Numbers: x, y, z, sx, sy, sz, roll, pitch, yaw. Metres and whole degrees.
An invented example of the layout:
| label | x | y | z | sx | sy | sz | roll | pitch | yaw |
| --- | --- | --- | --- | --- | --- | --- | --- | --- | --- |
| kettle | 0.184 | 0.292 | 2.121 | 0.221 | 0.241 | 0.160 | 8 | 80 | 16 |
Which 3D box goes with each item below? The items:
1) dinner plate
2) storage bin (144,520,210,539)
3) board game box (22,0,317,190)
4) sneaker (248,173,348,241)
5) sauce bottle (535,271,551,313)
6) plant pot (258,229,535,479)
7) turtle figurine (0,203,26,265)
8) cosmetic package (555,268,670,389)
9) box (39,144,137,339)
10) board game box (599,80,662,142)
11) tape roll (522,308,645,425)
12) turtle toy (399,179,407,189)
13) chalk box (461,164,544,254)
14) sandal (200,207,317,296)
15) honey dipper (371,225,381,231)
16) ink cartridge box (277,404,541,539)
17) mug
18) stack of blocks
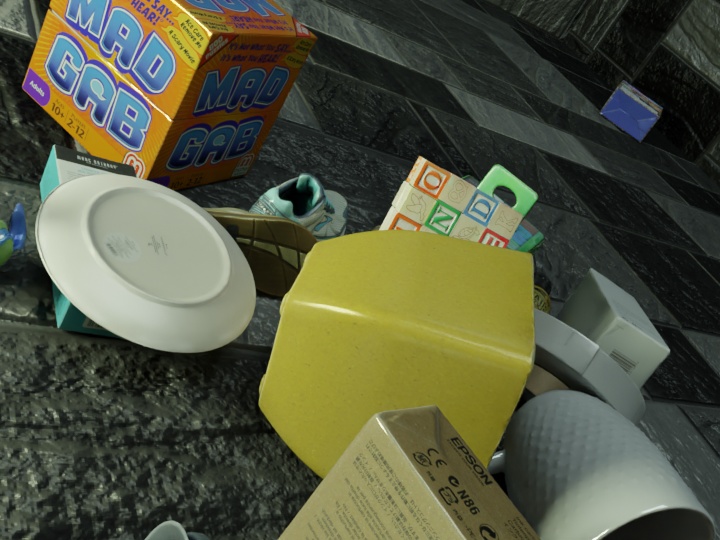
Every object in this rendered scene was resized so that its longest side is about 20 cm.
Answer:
| label | x | y | z | sx | sy | sz | roll | pitch | yaw |
| --- | --- | --- | --- | --- | --- | --- | --- | --- | --- |
| dinner plate | -0.173 | -0.017 | 0.709 | 0.198 | 0.024 | 0.202 | 25 | 35 | -19 |
| storage bin | -0.054 | 0.245 | 0.432 | 0.133 | 0.146 | 0.201 | 25 | 27 | -37 |
| board game box | -0.212 | -0.234 | 0.937 | 0.200 | 0.201 | 0.199 | 41 | 28 | 14 |
| sneaker | -0.058 | -0.069 | 0.963 | 0.077 | 0.087 | 0.200 | 40 | 28 | 11 |
| sauce bottle | 0.215 | 0.050 | 1.092 | 0.066 | 0.066 | 0.200 | 36 | 29 | 5 |
| plant pot | 0.025 | 0.077 | 0.727 | 0.197 | 0.198 | 0.195 | 18 | 28 | 2 |
| turtle figurine | -0.351 | -0.075 | 0.598 | 0.193 | 0.145 | 0.200 | 35 | 24 | 10 |
| cosmetic package | 0.303 | 0.087 | 1.048 | 0.081 | 0.114 | 0.200 | 32 | 19 | -2 |
| box | -0.235 | -0.028 | 0.748 | 0.081 | 0.049 | 0.201 | 13 | 34 | -35 |
| board game box | 0.854 | -0.503 | 2.623 | 0.159 | 0.097 | 0.200 | 38 | 28 | 8 |
| tape roll | 0.205 | 0.109 | 0.886 | 0.202 | 0.037 | 0.203 | 37 | -15 | 11 |
| turtle toy | 0.138 | -0.047 | 1.122 | 0.198 | 0.102 | 0.145 | 12 | 11 | -40 |
| chalk box | 0.122 | -0.023 | 0.960 | 0.124 | 0.201 | 0.123 | 40 | 28 | 13 |
| sandal | -0.127 | -0.028 | 0.852 | 0.198 | 0.081 | 0.054 | 11 | 15 | -29 |
| honey dipper | 0.000 | 0.000 | 0.975 | 0.038 | 0.038 | 0.200 | 34 | 30 | 2 |
| ink cartridge box | 0.042 | 0.217 | 0.533 | 0.075 | 0.166 | 0.201 | 1 | 42 | -49 |
| mug | 0.184 | 0.204 | 0.755 | 0.197 | 0.149 | 0.176 | -10 | 36 | -12 |
| stack of blocks | 0.064 | 0.001 | 0.853 | 0.114 | 0.202 | 0.059 | 27 | 9 | -8 |
